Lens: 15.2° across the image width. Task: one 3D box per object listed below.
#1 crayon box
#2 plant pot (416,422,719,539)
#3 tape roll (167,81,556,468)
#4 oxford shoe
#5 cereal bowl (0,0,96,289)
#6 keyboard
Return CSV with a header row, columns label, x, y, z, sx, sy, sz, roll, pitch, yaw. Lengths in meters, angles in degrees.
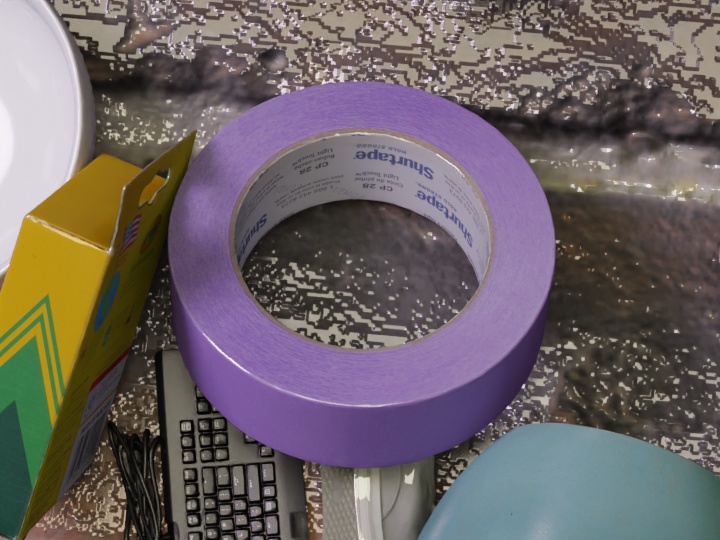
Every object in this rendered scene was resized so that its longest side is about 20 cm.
label,x,y,z,sx,sy,sz,roll,pitch,yaw
crayon box,-0.148,0.023,1.385,0.051,0.127,0.201,22,109,6
plant pot,0.110,0.173,1.358,0.200,0.201,0.162,16,70,5
tape roll,0.000,0.000,1.408,0.199,0.066,0.201,1,56,-1
oxford shoe,0.012,0.144,1.428,0.058,0.075,0.201,5,82,-25
cereal bowl,-0.234,-0.072,1.456,0.199,0.083,0.201,-1,80,8
keyboard,-0.080,0.139,1.445,0.104,0.040,0.201,-6,81,2
